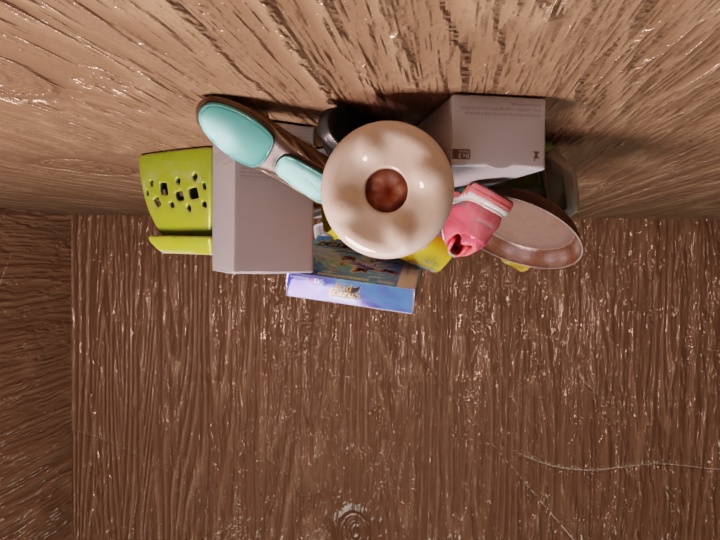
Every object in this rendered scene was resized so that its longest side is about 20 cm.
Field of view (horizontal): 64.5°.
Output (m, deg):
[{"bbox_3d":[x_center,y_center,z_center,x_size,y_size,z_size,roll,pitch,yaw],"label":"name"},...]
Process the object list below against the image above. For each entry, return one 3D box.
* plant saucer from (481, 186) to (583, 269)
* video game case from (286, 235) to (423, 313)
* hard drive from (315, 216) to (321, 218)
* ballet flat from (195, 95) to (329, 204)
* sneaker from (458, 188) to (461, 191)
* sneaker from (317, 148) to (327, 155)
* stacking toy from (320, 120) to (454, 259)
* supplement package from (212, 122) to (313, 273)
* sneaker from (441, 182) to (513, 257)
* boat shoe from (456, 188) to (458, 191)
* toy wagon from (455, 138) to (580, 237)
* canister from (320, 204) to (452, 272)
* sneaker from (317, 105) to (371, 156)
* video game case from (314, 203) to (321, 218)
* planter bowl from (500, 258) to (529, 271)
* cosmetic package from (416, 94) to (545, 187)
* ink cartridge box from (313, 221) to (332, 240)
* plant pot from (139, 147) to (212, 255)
[{"bbox_3d":[0.234,-0.067,0.848,0.199,0.035,0.200,25,163,8],"label":"plant saucer"},{"bbox_3d":[0.000,0.000,0.932,0.198,0.046,0.181,8,-158,9],"label":"video game case"},{"bbox_3d":[-0.078,-0.152,1.115,0.131,0.027,0.200,-7,-151,-21],"label":"hard drive"},{"bbox_3d":[-0.103,-0.153,0.692,0.199,0.068,0.073,27,-144,-21],"label":"ballet flat"},{"bbox_3d":[0.153,-0.171,1.072,0.078,0.067,0.200,4,-179,-22],"label":"sneaker"},{"bbox_3d":[-0.093,-0.169,0.995,0.073,0.072,0.199,-1,-177,-39],"label":"sneaker"},{"bbox_3d":[0.039,-0.094,0.694,0.144,0.148,0.200,1,-174,8],"label":"stacking toy"},{"bbox_3d":[-0.139,-0.097,0.802,0.116,0.202,0.117,0,-178,-30],"label":"supplement package"},{"bbox_3d":[0.132,-0.061,0.775,0.073,0.087,0.200,28,176,-6],"label":"sneaker"},{"bbox_3d":[0.106,-0.141,1.054,0.072,0.060,0.199,41,149,-23],"label":"boat shoe"},{"bbox_3d":[0.237,-0.126,0.897,0.198,0.156,0.040,4,-142,35],"label":"toy wagon"},{"bbox_3d":[0.044,-0.088,0.892,0.198,0.087,0.149,20,-144,-25],"label":"canister"},{"bbox_3d":[-0.015,-0.164,0.739,0.103,0.061,0.199,-3,-177,36],"label":"sneaker"},{"bbox_3d":[-0.114,-0.126,1.004,0.142,0.018,0.199,26,-146,33],"label":"video game case"},{"bbox_3d":[0.248,-0.096,1.025,0.082,0.203,0.200,-3,-178,-4],"label":"planter bowl"},{"bbox_3d":[0.135,-0.151,0.705,0.112,0.082,0.200,0,-179,-10],"label":"cosmetic package"},{"bbox_3d":[0.035,-0.085,1.085,0.199,0.048,0.159,-8,176,-40],"label":"ink cartridge box"},{"bbox_3d":[-0.278,-0.121,1.075,0.198,0.184,0.198,3,-176,33],"label":"plant pot"}]
